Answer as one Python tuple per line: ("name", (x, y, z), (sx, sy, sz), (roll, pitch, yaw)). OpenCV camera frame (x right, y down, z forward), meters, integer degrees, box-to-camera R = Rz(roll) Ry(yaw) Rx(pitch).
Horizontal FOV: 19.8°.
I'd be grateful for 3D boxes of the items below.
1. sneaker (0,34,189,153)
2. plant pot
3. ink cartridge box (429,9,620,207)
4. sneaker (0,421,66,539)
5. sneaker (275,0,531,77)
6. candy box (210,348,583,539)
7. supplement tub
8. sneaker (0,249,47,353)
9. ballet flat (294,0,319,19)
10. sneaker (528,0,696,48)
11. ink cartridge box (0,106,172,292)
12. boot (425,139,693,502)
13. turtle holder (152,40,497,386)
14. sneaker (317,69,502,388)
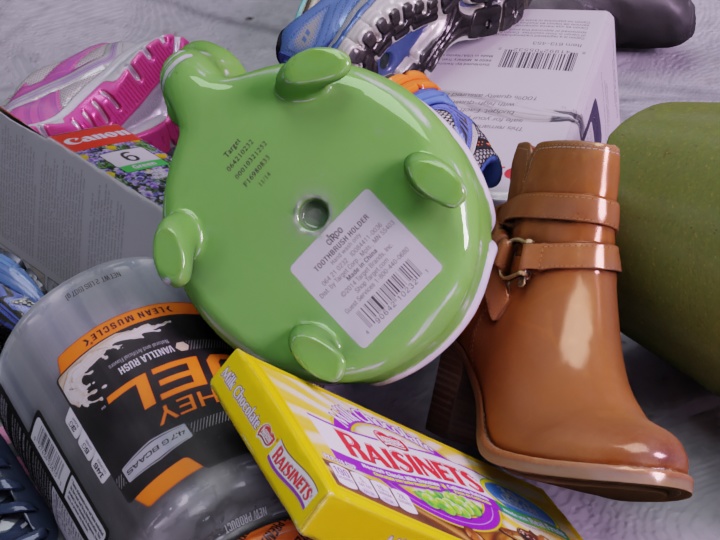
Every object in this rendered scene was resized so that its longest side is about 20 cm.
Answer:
("sneaker", (-0.185, -0.072, 1.242), (0.200, 0.082, 0.088), (-38, 31, -31))
("plant pot", (0.206, -0.006, 0.998), (0.199, 0.201, 0.190), (-28, 27, -26))
("ink cartridge box", (0.059, -0.065, 1.169), (0.144, 0.085, 0.200), (3, 36, 17))
("sneaker", (-0.189, 0.103, 0.989), (0.070, 0.082, 0.200), (-26, 40, -23))
("sneaker", (0.028, -0.163, 1.174), (0.089, 0.079, 0.200), (24, 46, 35))
("candy box", (0.031, 0.101, 0.881), (0.026, 0.199, 0.102), (-54, 40, 11))
("supplement tub", (-0.078, 0.095, 0.935), (0.122, 0.123, 0.200), (-22, 45, -19))
("sneaker", (-0.240, 0.034, 1.107), (0.199, 0.076, 0.079), (5, 49, 27))
("ballet flat", (0.007, -0.192, 1.379), (0.069, 0.070, 0.200), (3, 37, 15))
("sneaker", (0.112, -0.157, 1.310), (0.199, 0.076, 0.091), (8, 57, 17))
("ink cartridge box", (-0.133, -0.015, 1.113), (0.050, 0.110, 0.200), (-14, 32, -38))
("boot", (0.099, 0.018, 0.949), (0.073, 0.156, 0.200), (17, 1, -30))
("turtle holder", (-0.025, -0.023, 0.945), (0.184, 0.142, 0.132), (15, -2, 17))
("sneaker", (0.000, 0.000, 1.032), (0.078, 0.201, 0.075), (32, 8, 29))
